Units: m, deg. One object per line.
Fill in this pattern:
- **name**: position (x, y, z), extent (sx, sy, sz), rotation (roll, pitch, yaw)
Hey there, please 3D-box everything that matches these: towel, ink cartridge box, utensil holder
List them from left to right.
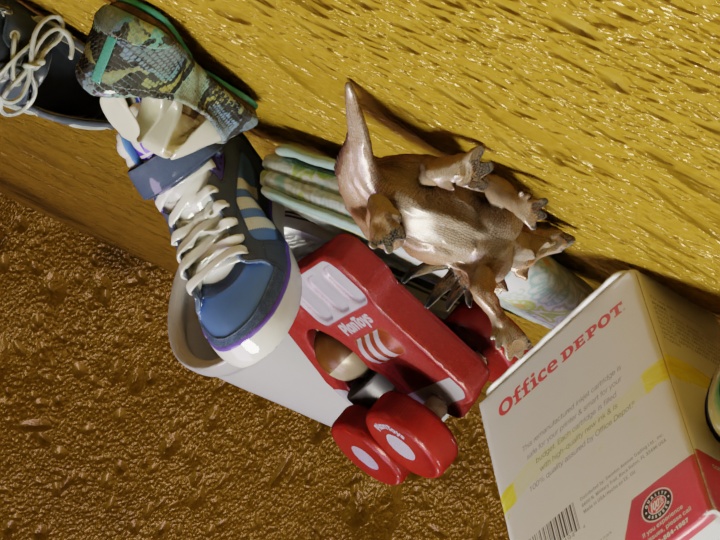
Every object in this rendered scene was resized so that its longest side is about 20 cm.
- **utensil holder**: position (-0.024, 0.035, 1.735), extent (0.200, 0.170, 0.170), rotation (26, 176, -31)
- **towel**: position (0.047, -0.023, 1.447), extent (0.200, 0.048, 0.171), rotation (22, 176, 42)
- **ink cartridge box**: position (0.161, 0.121, 1.297), extent (0.083, 0.145, 0.200), rotation (28, -147, -31)

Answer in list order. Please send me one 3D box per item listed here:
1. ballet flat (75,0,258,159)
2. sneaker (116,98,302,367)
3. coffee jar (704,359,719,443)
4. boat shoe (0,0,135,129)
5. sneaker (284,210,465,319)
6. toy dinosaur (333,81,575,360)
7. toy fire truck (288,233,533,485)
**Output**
- **ballet flat**: position (-0.120, -0.104, 1.315), extent (0.074, 0.074, 0.200), rotation (24, 175, 22)
- **sneaker**: position (-0.114, -0.042, 1.441), extent (0.146, 0.080, 0.200), rotation (42, -154, -32)
- **coffee jar**: position (0.247, 0.070, 1.148), extent (0.104, 0.086, 0.200), rotation (27, 176, 0)
- **boat shoe**: position (-0.224, -0.138, 1.454), extent (0.062, 0.075, 0.200), rotation (24, 176, 37)
- **sneaker**: position (0.000, 0.000, 1.599), extent (0.200, 0.078, 0.080), rotation (28, -143, -24)
- **toy dinosaur**: position (0.039, -0.030, 1.227), extent (0.200, 0.086, 0.136), rotation (34, 179, -25)
- **toy fire truck**: position (0.011, 0.051, 1.506), extent (0.168, 0.112, 0.200), rotation (45, 160, -7)
